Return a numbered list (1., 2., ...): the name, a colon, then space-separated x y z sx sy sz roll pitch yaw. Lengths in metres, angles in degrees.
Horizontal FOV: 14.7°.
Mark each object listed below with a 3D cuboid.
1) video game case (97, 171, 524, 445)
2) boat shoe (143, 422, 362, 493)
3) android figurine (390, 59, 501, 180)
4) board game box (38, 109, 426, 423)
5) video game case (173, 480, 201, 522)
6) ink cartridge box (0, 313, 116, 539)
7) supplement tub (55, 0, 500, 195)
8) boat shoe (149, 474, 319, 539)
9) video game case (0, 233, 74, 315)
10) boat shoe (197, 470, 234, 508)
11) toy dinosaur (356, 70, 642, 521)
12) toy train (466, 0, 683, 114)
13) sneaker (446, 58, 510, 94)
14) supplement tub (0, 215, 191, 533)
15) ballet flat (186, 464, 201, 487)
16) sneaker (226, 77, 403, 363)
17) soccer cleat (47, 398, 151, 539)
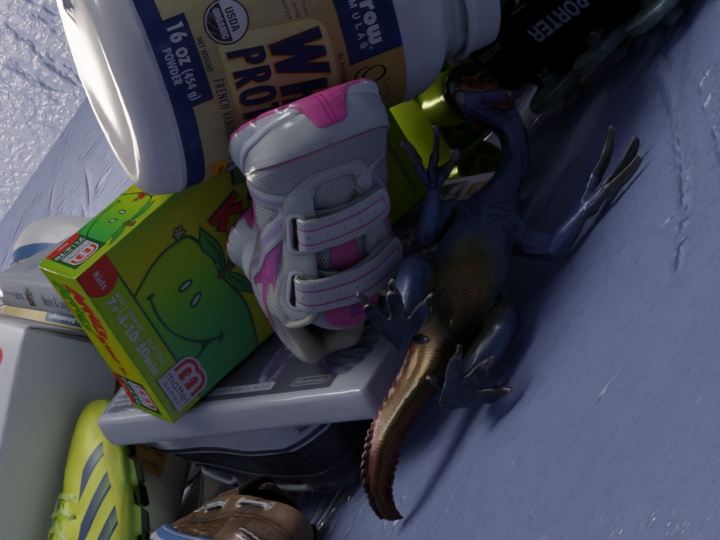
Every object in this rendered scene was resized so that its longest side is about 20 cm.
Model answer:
1. video game case: -0.028 0.020 1.520 0.199 0.023 0.182 -9 34 41
2. boat shoe: -0.063 0.092 1.561 0.072 0.068 0.199 -42 21 -27
3. android figurine: 0.010 -0.113 1.591 0.041 0.182 0.200 -39 7 -18
4. board game box: -0.064 -0.025 1.496 0.200 0.102 0.048 -42 27 -18
5. video game case: -0.148 0.221 1.744 0.200 0.018 0.144 -45 18 43
6. ink cartridge box: -0.248 0.092 1.637 0.199 0.084 0.146 10 88 38
7. supplement tub: -0.043 -0.136 1.410 0.199 0.145 0.144 -22 8 -11
8. boat shoe: -0.058 0.150 1.482 0.072 0.072 0.200 -42 9 -8
9. video game case: -0.095 -0.027 1.613 0.199 0.024 0.182 -30 16 -24
10. boat shoe: -0.076 0.089 1.675 0.074 0.065 0.201 -48 15 33
11. toy dinosaur: 0.043 -0.012 1.396 0.200 0.105 0.182 -53 10 29
12. toy train: 0.127 -0.164 1.500 0.114 0.085 0.200 -54 9 -32
13. sneaker: 0.093 -0.165 1.684 0.200 0.075 0.082 -54 -3 -16
14. supplement tub: -0.168 0.081 1.735 0.145 0.144 0.201 -27 46 66
15. ballet flat: -0.104 0.081 1.829 0.071 0.069 0.201 5 61 54
16. sneaker: -0.014 -0.022 1.382 0.081 0.089 0.200 -21 -24 -12
17. soccer cleat: -0.157 0.173 1.560 0.065 0.083 0.202 103 165 -84
